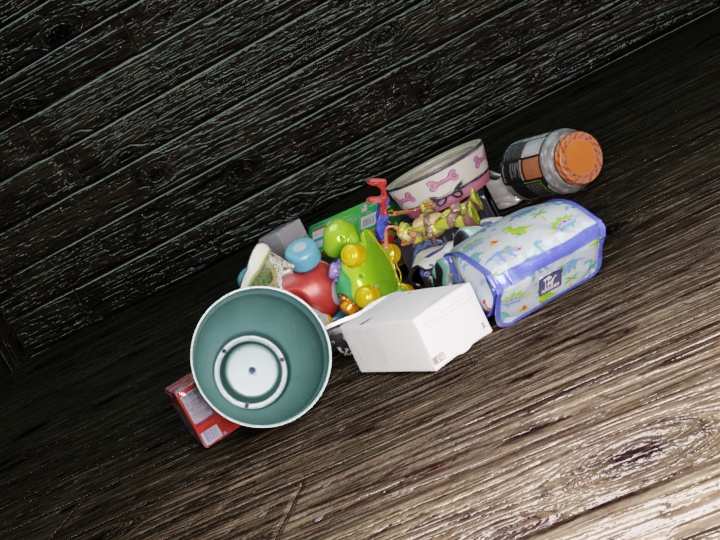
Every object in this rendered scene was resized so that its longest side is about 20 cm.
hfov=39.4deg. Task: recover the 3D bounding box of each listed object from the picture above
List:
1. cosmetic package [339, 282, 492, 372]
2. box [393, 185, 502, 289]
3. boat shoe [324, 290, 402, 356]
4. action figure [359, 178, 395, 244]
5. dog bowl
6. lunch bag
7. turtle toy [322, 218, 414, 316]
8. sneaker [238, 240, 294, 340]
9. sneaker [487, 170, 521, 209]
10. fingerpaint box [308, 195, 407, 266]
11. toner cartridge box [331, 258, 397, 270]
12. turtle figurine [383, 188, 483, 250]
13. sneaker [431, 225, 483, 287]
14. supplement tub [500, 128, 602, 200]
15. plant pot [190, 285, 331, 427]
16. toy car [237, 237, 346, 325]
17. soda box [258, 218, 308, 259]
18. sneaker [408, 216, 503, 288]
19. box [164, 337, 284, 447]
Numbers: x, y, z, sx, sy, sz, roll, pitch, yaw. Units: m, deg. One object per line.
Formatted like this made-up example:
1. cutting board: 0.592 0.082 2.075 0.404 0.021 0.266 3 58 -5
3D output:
1. cosmetic package: 0.073 0.082 1.393 0.113 0.082 0.200 -32 9 -31
2. box: 0.168 -0.072 1.851 0.181 0.105 0.200 -27 9 11
3. boat shoe: -0.011 0.101 1.585 0.199 0.061 0.076 -28 -11 11
4. action figure: 0.013 -0.074 1.786 0.098 0.201 0.066 -3 51 10
5. dog bowl: 0.150 -0.164 1.849 0.199 0.074 0.200 -28 10 5
6. lunch bag: 0.223 -0.015 1.343 0.169 0.128 0.200 -29 0 -7
7. turtle toy: 0.000 0.000 1.701 0.101 0.201 0.145 -29 -16 32
8. sneaker: -0.153 0.040 1.615 0.077 0.088 0.201 113 173 -51
9. sneaker: 0.251 -0.164 2.103 0.199 0.100 0.078 -23 11 28
10. fingerpaint box: 0.021 -0.063 2.034 0.199 0.074 0.166 -21 -32 37
11. toner cartridge box: 0.011 -0.007 1.862 0.043 0.095 0.200 -54 -4 8
12. turtle figurine: 0.121 -0.076 1.677 0.160 0.065 0.200 -17 13 23
13. sneaker: 0.196 -0.004 1.541 0.139 0.078 0.200 -4 -22 -17
14. supplement tub: 0.365 -0.203 1.923 0.122 0.123 0.200 -32 11 -20
15. plant pot: -0.152 0.136 1.466 0.200 0.201 0.134 -31 -6 -19
16. toy car: -0.089 0.085 1.709 0.176 0.185 0.200 -28 39 -7
17. soda box: -0.111 0.008 1.924 0.063 0.201 0.068 -18 13 47
18. sneaker: 0.158 -0.009 1.673 0.198 0.081 0.115 -20 23 34
19. box: -0.193 0.178 1.578 0.199 0.100 0.095 -32 11 -19
